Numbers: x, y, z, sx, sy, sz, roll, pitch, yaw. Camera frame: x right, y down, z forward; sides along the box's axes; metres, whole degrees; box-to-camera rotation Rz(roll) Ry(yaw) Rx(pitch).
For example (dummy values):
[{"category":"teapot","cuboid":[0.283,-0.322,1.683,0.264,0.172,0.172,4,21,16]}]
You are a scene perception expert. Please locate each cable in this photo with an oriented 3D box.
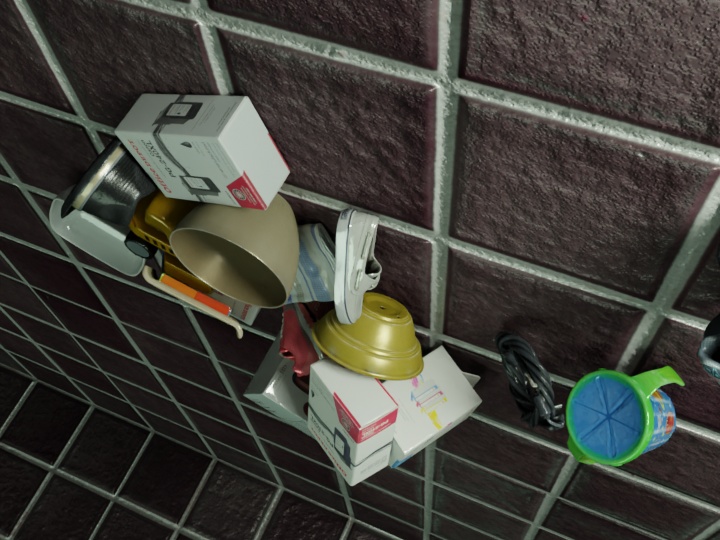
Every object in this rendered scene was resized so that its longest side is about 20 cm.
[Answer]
[{"category":"cable","cuboid":[0.253,0.171,1.227,0.164,0.051,0.200,62,177,0]}]

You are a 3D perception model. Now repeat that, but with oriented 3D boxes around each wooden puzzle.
[{"category":"wooden puzzle","cuboid":[-0.288,0.050,1.371,0.199,0.037,0.185,33,173,-7]}]

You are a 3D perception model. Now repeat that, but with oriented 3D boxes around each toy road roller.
[{"category":"toy road roller","cuboid":[-0.290,-0.068,1.292,0.199,0.123,0.146,29,153,-5]}]

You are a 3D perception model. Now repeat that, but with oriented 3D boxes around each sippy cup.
[{"category":"sippy cup","cuboid":[0.399,0.218,1.163,0.130,0.141,0.177,10,164,-42]}]

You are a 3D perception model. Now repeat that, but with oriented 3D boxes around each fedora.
[{"category":"fedora","cuboid":[-0.364,-0.128,1.178,0.091,0.201,0.200,38,151,-16]}]

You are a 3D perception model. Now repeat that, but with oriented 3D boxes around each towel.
[{"category":"towel","cuboid":[-0.100,-0.006,1.298,0.199,0.024,0.147,-5,120,46]}]

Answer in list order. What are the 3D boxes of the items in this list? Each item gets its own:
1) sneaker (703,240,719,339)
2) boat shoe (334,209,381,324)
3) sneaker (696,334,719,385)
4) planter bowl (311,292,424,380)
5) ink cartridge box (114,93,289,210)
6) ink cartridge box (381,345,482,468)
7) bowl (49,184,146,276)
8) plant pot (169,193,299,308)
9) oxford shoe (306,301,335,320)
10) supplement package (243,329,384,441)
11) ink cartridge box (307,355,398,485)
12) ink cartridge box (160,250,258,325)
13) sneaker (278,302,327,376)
[{"category":"sneaker","cuboid":[0.420,0.022,0.852,0.146,0.077,0.202,22,145,-16]},{"category":"boat shoe","cuboid":[0.000,0.000,1.176,0.065,0.072,0.201,9,121,11]},{"category":"sneaker","cuboid":[0.438,0.078,0.791,0.095,0.080,0.200,28,141,-25]},{"category":"planter bowl","cuboid":[0.025,0.093,1.294,0.199,0.200,0.084,22,111,9]},{"category":"ink cartridge box","cuboid":[-0.222,-0.169,1.098,0.199,0.084,0.145,9,148,31]},{"category":"ink cartridge box","cuboid":[0.113,0.241,1.410,0.125,0.199,0.129,54,159,16]},{"category":"bowl","cuboid":[-0.489,-0.084,1.498,0.199,0.075,0.200,32,152,-11]},{"category":"plant pot","cuboid":[-0.172,-0.053,1.202,0.199,0.135,0.201,22,153,12]},{"category":"oxford shoe","cuboid":[-0.031,0.103,1.427,0.200,0.071,0.075,43,160,-18]},{"category":"supplement package","cuboid":[-0.082,0.210,1.510,0.200,0.192,0.147,34,160,-15]},{"category":"ink cartridge box","cuboid":[-0.017,0.249,1.319,0.145,0.084,0.201,48,151,31]},{"category":"ink cartridge box","cuboid":[-0.260,0.003,1.437,0.199,0.085,0.145,27,154,-3]},{"category":"sneaker","cuboid":[-0.116,0.109,1.378,0.074,0.087,0.200,58,177,-41]}]
